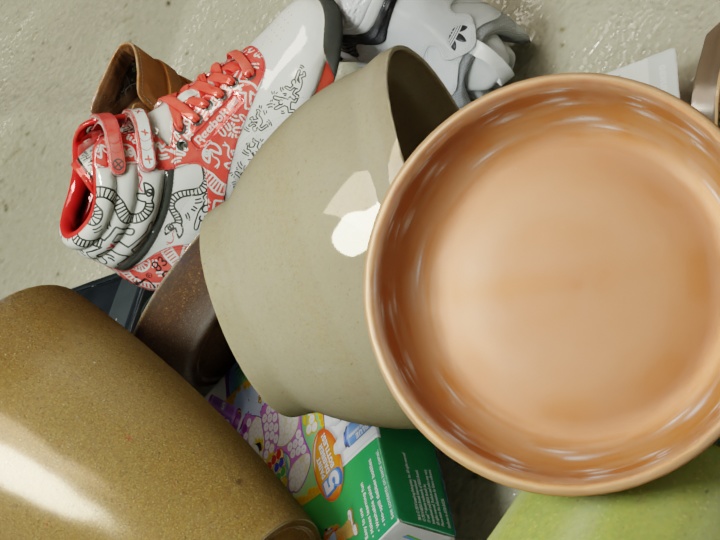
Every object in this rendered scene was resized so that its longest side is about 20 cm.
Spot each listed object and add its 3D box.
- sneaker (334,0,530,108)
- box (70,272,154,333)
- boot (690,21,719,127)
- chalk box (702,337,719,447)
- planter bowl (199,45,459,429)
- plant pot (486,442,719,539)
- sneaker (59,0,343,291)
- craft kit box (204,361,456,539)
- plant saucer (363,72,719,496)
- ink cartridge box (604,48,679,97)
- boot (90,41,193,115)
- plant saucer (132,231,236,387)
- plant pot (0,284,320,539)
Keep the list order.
[{"bbox_3d":[0.032,-0.138,1.784,0.075,0.115,0.200,-58,6,-4],"label":"sneaker"},{"bbox_3d":[-0.176,0.102,1.813,0.159,0.046,0.200,-16,52,57],"label":"box"},{"bbox_3d":[0.237,-0.154,1.609,0.075,0.074,0.200,3,69,25],"label":"boot"},{"bbox_3d":[0.183,0.015,1.467,0.200,0.124,0.125,-18,65,29],"label":"chalk box"},{"bbox_3d":[0.000,0.000,1.537,0.135,0.200,0.200,-23,49,16],"label":"planter bowl"},{"bbox_3d":[0.120,0.178,1.413,0.200,0.200,0.184,2,55,45],"label":"plant pot"},{"bbox_3d":[-0.096,-0.083,1.689,0.202,0.108,0.067,-61,29,12],"label":"sneaker"},{"bbox_3d":[-0.035,0.124,1.656,0.198,0.048,0.200,-51,36,34],"label":"craft kit box"},{"bbox_3d":[0.102,0.008,1.387,0.200,0.037,0.200,-2,83,13],"label":"plant saucer"},{"bbox_3d":[0.106,-0.021,1.657,0.200,0.047,0.160,-22,50,28],"label":"ink cartridge box"},{"bbox_3d":[-0.098,-0.096,1.810,0.074,0.155,0.200,-25,42,32],"label":"boot"},{"bbox_3d":[-0.053,0.000,1.708,0.034,0.200,0.200,44,98,15],"label":"plant saucer"},{"bbox_3d":[-0.127,0.133,1.581,0.200,0.186,0.187,28,84,28],"label":"plant pot"}]
